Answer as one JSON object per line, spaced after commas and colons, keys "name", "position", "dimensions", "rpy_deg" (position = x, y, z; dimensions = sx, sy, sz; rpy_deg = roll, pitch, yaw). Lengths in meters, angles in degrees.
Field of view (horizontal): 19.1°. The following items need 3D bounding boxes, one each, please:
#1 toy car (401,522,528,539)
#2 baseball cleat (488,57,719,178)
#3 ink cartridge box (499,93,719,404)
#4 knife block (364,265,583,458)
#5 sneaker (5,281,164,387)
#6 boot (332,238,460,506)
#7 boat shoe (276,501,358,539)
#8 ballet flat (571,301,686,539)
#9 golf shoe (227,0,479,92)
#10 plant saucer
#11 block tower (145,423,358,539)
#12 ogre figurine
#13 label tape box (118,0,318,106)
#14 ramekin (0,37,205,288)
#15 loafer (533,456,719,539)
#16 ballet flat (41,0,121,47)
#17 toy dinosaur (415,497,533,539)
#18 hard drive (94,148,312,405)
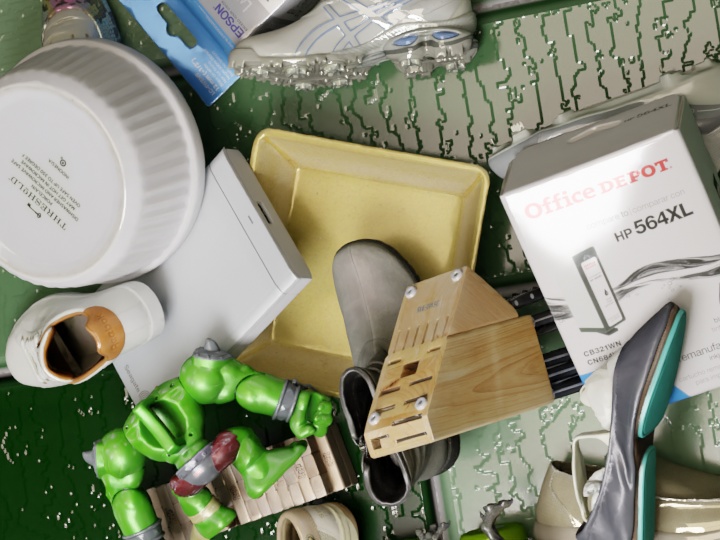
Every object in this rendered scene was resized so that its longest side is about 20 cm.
{"name": "toy car", "position": [0.058, 0.294, 1.621], "dimensions": [0.157, 0.200, 0.166], "rpy_deg": [-12, 89, 19]}
{"name": "baseball cleat", "position": [0.198, -0.086, 1.628], "dimensions": [0.199, 0.070, 0.107], "rpy_deg": [-21, 92, 22]}
{"name": "ink cartridge box", "position": [0.207, -0.008, 1.586], "dimensions": [0.145, 0.084, 0.201], "rpy_deg": [-21, 108, 19]}
{"name": "knife block", "position": [0.100, 0.089, 1.601], "dimensions": [0.064, 0.201, 0.175], "rpy_deg": [-20, 130, 40]}
{"name": "sneaker", "position": [-0.248, 0.059, 1.742], "dimensions": [0.199, 0.084, 0.073], "rpy_deg": [-24, 96, 48]}
{"name": "boot", "position": [0.017, 0.072, 1.612], "dimensions": [0.067, 0.131, 0.201], "rpy_deg": [-21, 86, 18]}
{"name": "boat shoe", "position": [-0.039, 0.288, 1.712], "dimensions": [0.072, 0.065, 0.202], "rpy_deg": [1, 92, 48]}
{"name": "ballet flat", "position": [0.189, 0.116, 1.556], "dimensions": [0.072, 0.073, 0.202], "rpy_deg": [11, 107, 18]}
{"name": "golf shoe", "position": [-0.008, -0.197, 1.688], "dimensions": [0.198, 0.078, 0.098], "rpy_deg": [-7, 83, 2]}
{"name": "plant saucer", "position": [0.000, 0.000, 1.709], "dimensions": [0.198, 0.048, 0.202], "rpy_deg": [11, 97, 18]}
{"name": "block tower", "position": [-0.106, 0.183, 1.750], "dimensions": [0.199, 0.054, 0.058], "rpy_deg": [-23, 84, 18]}
{"name": "ogre figurine", "position": [-0.126, 0.139, 1.674], "dimensions": [0.200, 0.098, 0.120], "rpy_deg": [-40, 95, 27]}
{"name": "label tape box", "position": [-0.107, -0.252, 1.726], "dimensions": [0.200, 0.066, 0.144], "rpy_deg": [-43, 79, 14]}
{"name": "ramekin", "position": [-0.230, -0.079, 1.691], "dimensions": [0.201, 0.094, 0.204], "rpy_deg": [6, 106, 22]}
{"name": "loafer", "position": [0.223, 0.170, 1.626], "dimensions": [0.198, 0.076, 0.069], "rpy_deg": [-7, 96, 19]}
{"name": "ballet flat", "position": [-0.230, -0.151, 1.768], "dimensions": [0.069, 0.071, 0.202], "rpy_deg": [-11, 88, 20]}
{"name": "toy dinosaur", "position": [0.088, 0.222, 1.584], "dimensions": [0.047, 0.199, 0.089], "rpy_deg": [-21, 85, 46]}
{"name": "hard drive", "position": [-0.134, 0.017, 1.728], "dimensions": [0.200, 0.027, 0.132], "rpy_deg": [-46, 62, 29]}
